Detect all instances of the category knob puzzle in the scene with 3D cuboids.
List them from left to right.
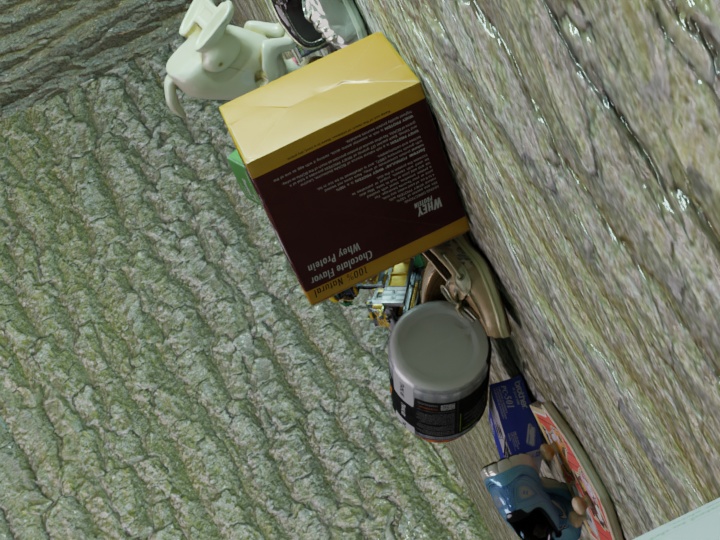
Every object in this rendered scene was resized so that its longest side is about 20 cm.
[{"bbox_3d":[0.237,0.239,1.489,0.220,0.030,0.220,155,90,-87],"label":"knob puzzle"}]

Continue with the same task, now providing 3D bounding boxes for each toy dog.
[{"bbox_3d":[-0.159,-0.275,1.901,0.200,0.194,0.139,28,-179,-30],"label":"toy dog"}]

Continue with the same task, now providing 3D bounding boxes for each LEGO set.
[{"bbox_3d":[0.000,0.000,1.650,0.200,0.153,0.116,80,-161,-50],"label":"LEGO set"}]

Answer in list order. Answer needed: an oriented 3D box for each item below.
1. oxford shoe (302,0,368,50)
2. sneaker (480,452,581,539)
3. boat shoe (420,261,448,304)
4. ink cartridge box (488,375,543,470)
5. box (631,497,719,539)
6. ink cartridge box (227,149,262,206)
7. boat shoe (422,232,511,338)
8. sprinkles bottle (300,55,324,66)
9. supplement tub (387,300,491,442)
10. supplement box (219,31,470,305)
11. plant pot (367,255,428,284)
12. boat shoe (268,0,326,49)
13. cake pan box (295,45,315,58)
[{"bbox_3d":[-0.031,-0.293,1.572,0.200,0.058,0.075,64,174,-7],"label":"oxford shoe"},{"bbox_3d":[0.202,0.288,1.565,0.200,0.078,0.090,39,-148,-48],"label":"sneaker"},{"bbox_3d":[0.102,0.024,1.653,0.200,0.074,0.069,79,171,-59],"label":"boat shoe"},{"bbox_3d":[0.193,0.203,1.687,0.200,0.044,0.094,73,180,-71],"label":"ink cartridge box"},{"bbox_3d":[0.180,0.183,0.510,0.200,0.199,0.172,-177,63,-86],"label":"box"},{"bbox_3d":[-0.054,-0.132,1.783,0.200,0.146,0.084,30,153,41],"label":"ink cartridge box"},{"bbox_3d":[0.107,0.003,1.507,0.073,0.063,0.200,69,174,-52],"label":"boat shoe"},{"bbox_3d":[-0.043,-0.251,1.953,0.200,0.068,0.068,-120,6,-61],"label":"sprinkles bottle"},{"bbox_3d":[0.096,0.130,1.635,0.200,0.122,0.123,84,161,-62],"label":"supplement tub"},{"bbox_3d":[-0.016,-0.109,1.455,0.133,0.197,0.200,-119,5,-53],"label":"supplement box"},{"bbox_3d":[0.055,0.010,1.817,0.200,0.028,0.200,32,164,10],"label":"plant pot"},{"bbox_3d":[-0.096,-0.384,1.764,0.065,0.073,0.200,-101,-13,-82],"label":"boat shoe"},{"bbox_3d":[-0.096,-0.396,1.897,0.200,0.052,0.185,-135,22,-81],"label":"cake pan box"}]
